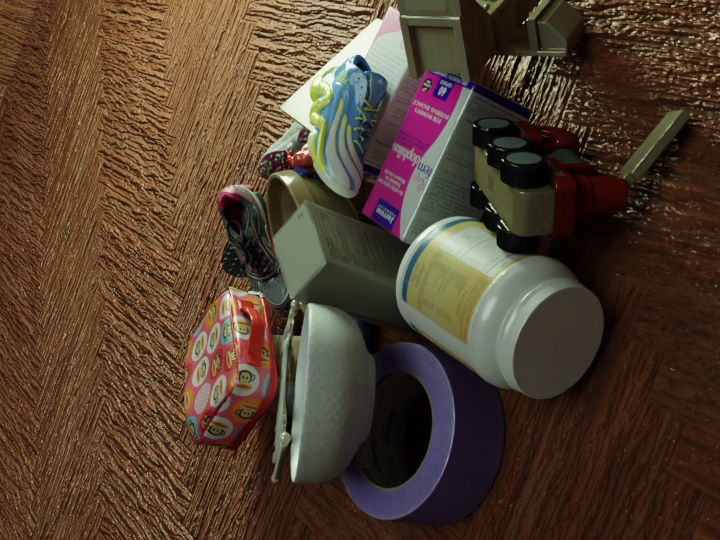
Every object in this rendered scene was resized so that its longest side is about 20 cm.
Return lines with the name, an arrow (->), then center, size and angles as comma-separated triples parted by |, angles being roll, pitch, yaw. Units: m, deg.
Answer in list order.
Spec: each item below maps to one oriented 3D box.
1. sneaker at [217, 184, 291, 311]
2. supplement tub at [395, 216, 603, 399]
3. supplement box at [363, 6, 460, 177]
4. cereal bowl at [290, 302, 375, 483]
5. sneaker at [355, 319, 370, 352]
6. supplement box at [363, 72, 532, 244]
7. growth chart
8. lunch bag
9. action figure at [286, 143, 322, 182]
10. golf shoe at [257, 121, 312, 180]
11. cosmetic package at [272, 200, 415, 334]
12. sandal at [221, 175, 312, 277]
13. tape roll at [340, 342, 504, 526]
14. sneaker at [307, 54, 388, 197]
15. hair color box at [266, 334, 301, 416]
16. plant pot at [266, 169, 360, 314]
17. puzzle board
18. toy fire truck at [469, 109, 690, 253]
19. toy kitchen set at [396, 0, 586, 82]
sneaker -> -0.157, -0.030, 1.451 | 0.080, 0.075, 0.201 | -29, 86, 15
supplement tub -> 0.146, 0.038, 1.049 | 0.200, 0.144, 0.146 | 34, 103, 51
supplement box -> 0.052, -0.229, 1.303 | 0.101, 0.103, 0.201 | 45, 113, 49
cereal bowl -> -0.030, 0.139, 1.110 | 0.200, 0.082, 0.202 | -176, 90, -84
sneaker -> -0.005, 0.134, 1.271 | 0.078, 0.066, 0.202 | 5, 81, 40
supplement box -> 0.103, -0.129, 1.191 | 0.101, 0.103, 0.201 | 37, 106, 51
growth chart -> -0.097, 0.157, 1.251 | 0.145, 0.018, 0.202 | 108, 166, -62
lunch bag -> -0.174, 0.122, 1.337 | 0.177, 0.081, 0.201 | -55, 31, 33
action figure -> -0.070, -0.146, 1.366 | 0.200, 0.065, 0.052 | 125, 144, -76
golf shoe -> -0.082, -0.198, 1.496 | 0.199, 0.075, 0.092 | -28, 34, 43
cosmetic package -> 0.000, 0.000, 1.198 | 0.073, 0.199, 0.104 | -45, 45, 30
sandal -> -0.135, -0.066, 1.510 | 0.201, 0.075, 0.048 | -47, -1, 13
tape roll -> 0.066, 0.190, 1.138 | 0.199, 0.085, 0.202 | -24, 57, 44
sneaker -> -0.013, -0.192, 1.229 | 0.105, 0.075, 0.201 | -37, 50, 35
hair color box -> -0.107, 0.149, 1.385 | 0.199, 0.064, 0.110 | -2, 74, 49
plant pot -> -0.053, -0.045, 1.337 | 0.201, 0.092, 0.203 | 164, 90, -74
puzzle board -> -0.012, -0.274, 1.403 | 0.200, 0.017, 0.151 | -43, 36, -3
toy fire truck -> 0.228, -0.114, 1.039 | 0.176, 0.198, 0.130 | -108, 16, -63
toy kitchen set -> 0.156, -0.335, 1.108 | 0.162, 0.182, 0.200 | 10, 42, 30
